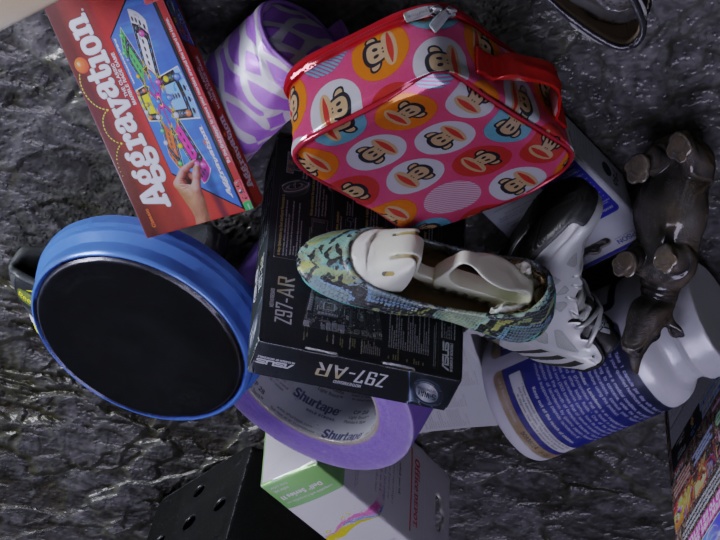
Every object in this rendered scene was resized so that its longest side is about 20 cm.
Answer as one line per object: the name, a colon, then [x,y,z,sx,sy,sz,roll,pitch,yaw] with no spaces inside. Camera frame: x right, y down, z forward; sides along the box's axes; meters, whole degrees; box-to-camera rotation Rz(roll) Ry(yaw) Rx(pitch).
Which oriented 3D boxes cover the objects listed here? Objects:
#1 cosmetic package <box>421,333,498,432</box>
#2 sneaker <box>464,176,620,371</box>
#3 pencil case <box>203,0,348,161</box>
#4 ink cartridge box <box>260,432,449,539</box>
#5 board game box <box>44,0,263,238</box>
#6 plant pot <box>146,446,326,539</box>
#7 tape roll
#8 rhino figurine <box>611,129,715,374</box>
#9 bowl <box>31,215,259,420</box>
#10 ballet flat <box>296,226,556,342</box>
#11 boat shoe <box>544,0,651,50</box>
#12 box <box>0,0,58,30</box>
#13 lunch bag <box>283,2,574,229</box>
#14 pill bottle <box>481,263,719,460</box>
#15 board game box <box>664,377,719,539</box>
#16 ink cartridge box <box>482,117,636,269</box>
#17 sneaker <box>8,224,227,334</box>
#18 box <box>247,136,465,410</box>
cosmetic package: [0.061,0.056,1.747,0.082,0.051,0.201,-7,136,11]
sneaker: [0.168,0.008,1.607,0.115,0.076,0.201,26,143,-7]
pencil case: [-0.095,-0.118,1.546,0.085,0.085,0.200,2,147,-43]
ink cartridge box: [-0.001,0.189,1.844,0.067,0.118,0.200,-25,130,28]
board game box: [-0.154,-0.127,1.506,0.102,0.019,0.201,-13,108,32]
plant pot: [-0.098,0.286,1.911,0.199,0.200,0.177,-32,117,32]
tape roll: [-0.027,0.066,1.682,0.199,0.085,0.201,22,143,18]
rhino figurine: [0.234,-0.015,1.593,0.059,0.087,0.202,14,104,24]
bowl: [-0.171,0.043,1.633,0.199,0.040,0.202,13,137,12]
ballet flat: [0.053,-0.001,1.523,0.198,0.075,0.075,11,137,-10]
boat shoe: [0.134,-0.227,1.432,0.074,0.061,0.200,-28,129,30]
box: [-0.196,-0.255,1.404,0.199,0.078,0.095,-24,131,26]
lunch bag: [0.060,-0.109,1.463,0.175,0.083,0.199,-24,149,27]
pill bottle: [0.210,0.074,1.712,0.199,0.116,0.116,-25,131,27]
board game box: [0.334,0.159,1.737,0.096,0.201,0.160,10,137,-9]
ink cartridge box: [0.136,-0.076,1.613,0.099,0.039,0.200,-27,128,28]
sneaker: [-0.203,0.001,1.682,0.198,0.075,0.085,-19,133,22]
box: [0.000,0.000,1.578,0.159,0.201,0.044,11,142,-10]
